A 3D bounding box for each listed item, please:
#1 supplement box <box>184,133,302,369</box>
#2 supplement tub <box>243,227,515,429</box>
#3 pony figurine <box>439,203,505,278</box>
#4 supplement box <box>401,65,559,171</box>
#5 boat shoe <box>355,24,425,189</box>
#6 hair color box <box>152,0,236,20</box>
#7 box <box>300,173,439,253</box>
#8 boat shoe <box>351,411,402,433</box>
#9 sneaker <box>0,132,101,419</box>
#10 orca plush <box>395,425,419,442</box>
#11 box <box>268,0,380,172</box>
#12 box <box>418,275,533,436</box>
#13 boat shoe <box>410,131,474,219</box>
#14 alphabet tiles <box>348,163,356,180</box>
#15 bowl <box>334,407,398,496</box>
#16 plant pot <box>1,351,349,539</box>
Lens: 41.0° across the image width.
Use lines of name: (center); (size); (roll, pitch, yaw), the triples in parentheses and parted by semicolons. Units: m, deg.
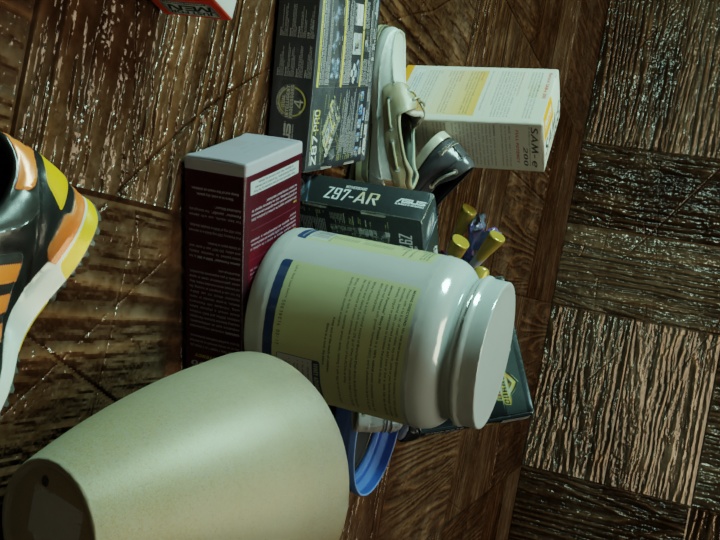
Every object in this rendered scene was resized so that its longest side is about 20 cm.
supplement box: (-0.101, -0.009, 0.839); (0.109, 0.061, 0.201); (-38, 134, -62)
supplement tub: (0.018, 0.050, 0.813); (0.145, 0.199, 0.146); (12, 90, -70)
pony figurine: (0.105, 0.021, 1.213); (0.200, 0.166, 0.193); (-63, -179, 28)
supplement box: (0.141, -0.192, 1.204); (0.126, 0.199, 0.074); (-65, 154, -43)
boat shoe: (0.042, -0.186, 1.126); (0.075, 0.068, 0.201); (4, 90, -66)
hair color box: (-0.136, -0.250, 0.611); (0.200, 0.061, 0.102); (33, 68, -70)
box: (0.000, 0.000, 0.981); (0.200, 0.160, 0.044); (81, 27, -42)
boat shoe: (0.008, 0.101, 1.188); (0.074, 0.067, 0.201); (130, -47, -68)
sneaker: (-0.222, 0.015, 0.519); (0.090, 0.070, 0.201); (56, 46, -44)
orca plush: (0.098, 0.153, 1.418); (0.105, 0.071, 0.201); (147, -50, -62)
box: (-0.032, -0.203, 0.953); (0.161, 0.049, 0.201); (-31, 129, -67)
box: (0.141, 0.119, 1.341); (0.046, 0.158, 0.201); (86, -5, -72)
boat shoe: (0.068, -0.071, 1.173); (0.200, 0.063, 0.073); (-58, 165, 27)
alphabet tiles: (0.020, -0.104, 1.216); (0.200, 0.006, 0.167); (23, 79, -71)
bowl: (0.011, 0.200, 1.302); (0.201, 0.039, 0.201); (11, 90, -71)
plant pot: (-0.140, 0.159, 0.682); (0.200, 0.187, 0.188); (-1, 102, -56)
